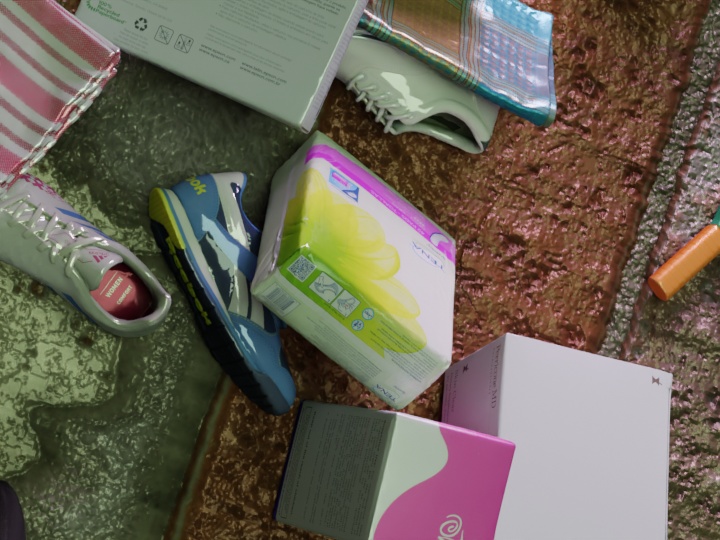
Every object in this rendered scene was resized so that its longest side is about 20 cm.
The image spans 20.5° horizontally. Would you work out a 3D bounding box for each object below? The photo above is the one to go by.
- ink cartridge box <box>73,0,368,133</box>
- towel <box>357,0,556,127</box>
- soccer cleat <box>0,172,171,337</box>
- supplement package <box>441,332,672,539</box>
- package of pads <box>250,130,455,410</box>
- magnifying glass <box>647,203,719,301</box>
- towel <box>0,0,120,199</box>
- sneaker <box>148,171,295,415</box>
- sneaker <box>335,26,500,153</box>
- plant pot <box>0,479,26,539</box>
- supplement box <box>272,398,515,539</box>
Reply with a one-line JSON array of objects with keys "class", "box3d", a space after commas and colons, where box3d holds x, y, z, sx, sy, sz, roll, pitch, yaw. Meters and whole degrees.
[{"class": "ink cartridge box", "box3d": [-0.088, -0.232, 1.489, 0.199, 0.041, 0.200, 25, 92, 8]}, {"class": "towel", "box3d": [0.072, -0.203, 1.579, 0.200, 0.022, 0.147, 28, 39, -19]}, {"class": "soccer cleat", "box3d": [-0.221, -0.021, 1.463, 0.200, 0.086, 0.070, 35, 76, -17]}, {"class": "supplement package", "box3d": [0.150, 0.172, 1.566, 0.156, 0.111, 0.200, 14, 66, -21]}, {"class": "package of pads", "box3d": [0.000, 0.000, 1.499, 0.154, 0.200, 0.068, 39, 115, -17]}, {"class": "magnifying glass", "box3d": [0.324, -0.044, 1.719, 0.200, 0.022, 0.080, -39, 102, -18]}, {"class": "towel", "box3d": [-0.289, -0.129, 1.446, 0.146, 0.030, 0.200, 38, 74, 7]}, {"class": "sneaker", "box3d": [-0.088, 0.015, 1.524, 0.082, 0.074, 0.200, -27, 99, -23]}, {"class": "sneaker", "box3d": [0.027, -0.148, 1.570, 0.200, 0.073, 0.071, 16, 66, -22]}, {"class": "plant pot", "box3d": [-0.312, 0.257, 1.369, 0.199, 0.177, 0.200, -4, 89, -22]}, {"class": "supplement box", "box3d": [0.022, 0.159, 1.493, 0.101, 0.200, 0.104, 16, 82, -20]}]
